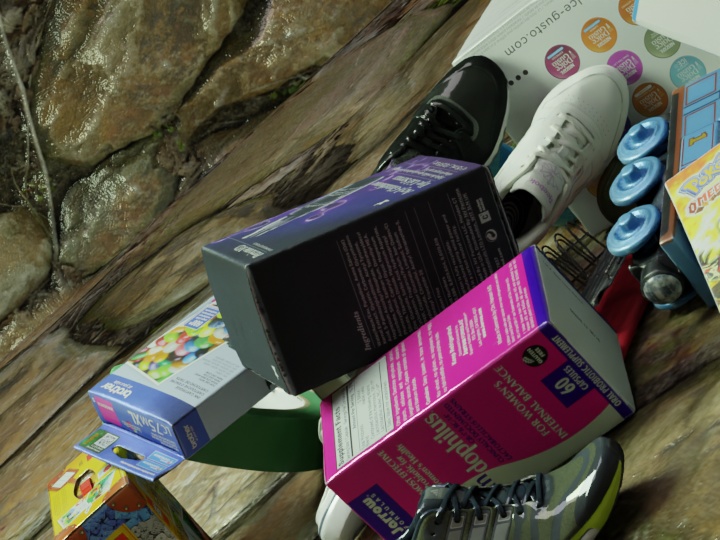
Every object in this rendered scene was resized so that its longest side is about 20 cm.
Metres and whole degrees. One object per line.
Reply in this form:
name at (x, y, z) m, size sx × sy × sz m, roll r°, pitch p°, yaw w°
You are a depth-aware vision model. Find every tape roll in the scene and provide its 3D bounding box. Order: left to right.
tape roll at (-0.119, 0.123, 1.766) m, size 0.200 × 0.198 × 0.049 m, roll -146°, pitch 66°, yaw -77°

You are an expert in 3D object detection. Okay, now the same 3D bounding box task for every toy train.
toy train at (0.244, -0.058, 1.492) m, size 0.114 × 0.087 × 0.201 m, roll -28°, pitch 29°, yaw 31°

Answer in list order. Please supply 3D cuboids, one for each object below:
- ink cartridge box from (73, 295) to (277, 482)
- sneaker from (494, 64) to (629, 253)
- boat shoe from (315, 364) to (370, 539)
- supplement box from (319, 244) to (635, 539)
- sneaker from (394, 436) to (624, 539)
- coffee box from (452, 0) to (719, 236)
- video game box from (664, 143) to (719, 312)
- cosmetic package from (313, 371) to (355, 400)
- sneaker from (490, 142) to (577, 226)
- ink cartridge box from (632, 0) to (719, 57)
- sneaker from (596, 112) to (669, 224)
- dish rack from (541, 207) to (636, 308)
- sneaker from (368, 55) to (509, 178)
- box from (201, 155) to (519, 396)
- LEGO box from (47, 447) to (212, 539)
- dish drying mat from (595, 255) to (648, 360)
ink cartridge box at (-0.129, 0.084, 1.643) m, size 0.200 × 0.042 × 0.119 m, roll -40°, pitch 34°, yaw -27°
sneaker at (0.154, -0.077, 1.631) m, size 0.201 × 0.075 × 0.100 m, roll -54°, pitch 8°, yaw -8°
boat shoe at (0.000, 0.120, 1.593) m, size 0.074 × 0.065 × 0.201 m, roll 87°, pitch -156°, yaw -56°
supplement box at (0.077, 0.095, 1.438) m, size 0.199 × 0.101 × 0.104 m, roll -37°, pitch 27°, yaw 19°
sneaker at (0.079, 0.162, 1.293) m, size 0.199 × 0.081 × 0.074 m, roll -37°, pitch 13°, yaw 15°
coffee box at (0.231, -0.191, 1.760) m, size 0.199 × 0.198 × 0.200 m, roll -34°, pitch 12°, yaw 28°
video game box at (0.302, -0.050, 1.305) m, size 0.199 × 0.047 × 0.183 m, roll -37°, pitch 32°, yaw 18°
cosmetic package at (0.052, 0.047, 1.707) m, size 0.200 × 0.105 × 0.071 m, roll -46°, pitch 12°, yaw -27°
sneaker at (0.089, -0.079, 1.834) m, size 0.130 × 0.199 × 0.080 m, roll 2°, pitch 79°, yaw 56°
ink cartridge box at (0.323, -0.244, 1.574) m, size 0.125 × 0.130 × 0.199 m, roll 27°, pitch 30°, yaw 38°
sneaker at (0.266, -0.092, 1.622) m, size 0.199 × 0.067 × 0.090 m, roll -33°, pitch 10°, yaw 21°
dish rack at (0.135, 0.028, 1.575) m, size 0.200 × 0.054 × 0.154 m, roll -47°, pitch 7°, yaw 40°
sneaker at (0.054, -0.085, 1.661) m, size 0.201 × 0.075 × 0.088 m, roll -57°, pitch -9°, yaw 1°
box at (0.000, 0.000, 1.537) m, size 0.199 × 0.105 × 0.148 m, roll -23°, pitch 12°, yaw -15°
LEGO box at (-0.175, 0.225, 1.666) m, size 0.077 × 0.149 × 0.200 m, roll -41°, pitch 13°, yaw -3°
dish drying mat at (0.191, 0.029, 1.558) m, size 0.077 × 0.018 × 0.200 m, roll -32°, pitch 15°, yaw 37°
